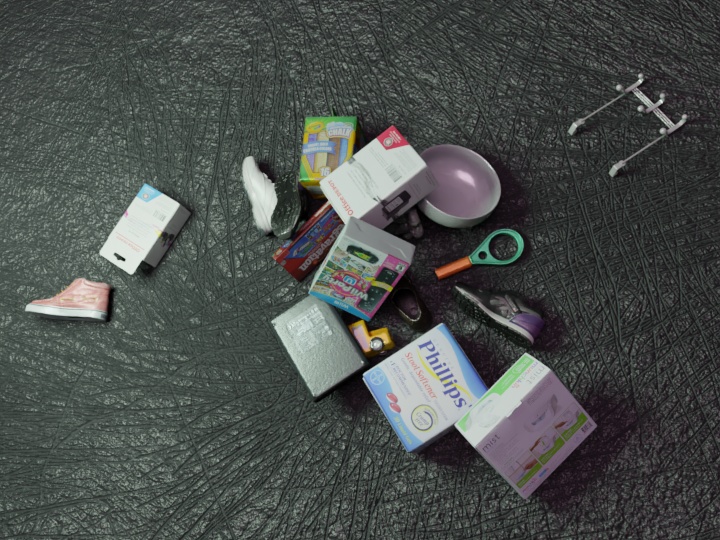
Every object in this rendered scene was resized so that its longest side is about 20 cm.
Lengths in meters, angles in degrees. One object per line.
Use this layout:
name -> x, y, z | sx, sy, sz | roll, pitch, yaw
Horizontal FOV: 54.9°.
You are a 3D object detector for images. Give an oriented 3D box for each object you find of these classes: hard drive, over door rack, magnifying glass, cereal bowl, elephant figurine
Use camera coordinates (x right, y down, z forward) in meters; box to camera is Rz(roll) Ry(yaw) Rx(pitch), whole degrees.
hard drive -> -0.086, 0.155, 1.450 | 0.139, 0.033, 0.200 | -33, 67, 1
over door rack -> 0.577, -0.319, 1.493 | 0.200, 0.067, 0.148 | -36, 70, 0
magnifying glass -> 0.258, -0.029, 1.503 | 0.199, 0.022, 0.080 | -23, 71, 6
cereal bowl -> 0.199, -0.172, 1.507 | 0.199, 0.083, 0.201 | 5, 59, -9
elephant figurine -> 0.026, -0.106, 1.514 | 0.199, 0.155, 0.142 | -20, 105, 7

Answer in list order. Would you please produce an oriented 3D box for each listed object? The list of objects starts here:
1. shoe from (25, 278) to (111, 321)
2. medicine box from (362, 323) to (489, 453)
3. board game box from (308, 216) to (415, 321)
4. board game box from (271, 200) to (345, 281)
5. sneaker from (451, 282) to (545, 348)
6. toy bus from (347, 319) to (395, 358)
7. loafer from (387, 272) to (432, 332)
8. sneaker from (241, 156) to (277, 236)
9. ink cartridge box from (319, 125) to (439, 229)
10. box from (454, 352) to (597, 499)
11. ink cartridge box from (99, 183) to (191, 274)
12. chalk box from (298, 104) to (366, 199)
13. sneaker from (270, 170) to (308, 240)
shoe -> -0.693, 0.068, 1.656 | 0.199, 0.072, 0.091 | 3, 74, 7
medicine box -> 0.139, 0.240, 1.410 | 0.200, 0.103, 0.183 | -34, 71, 2
board game box -> 0.000, 0.000, 1.410 | 0.147, 0.200, 0.064 | 25, 47, -8
board game box -> -0.096, -0.072, 1.549 | 0.200, 0.103, 0.019 | -45, 49, -3
sneaker -> 0.288, 0.072, 1.444 | 0.200, 0.076, 0.088 | 34, 70, 14
toy bus -> -0.030, 0.167, 1.487 | 0.199, 0.065, 0.079 | -23, 69, 5
loafer -> 0.085, 0.040, 1.494 | 0.073, 0.071, 0.200 | -39, 71, -1
sneaker -> -0.225, -0.180, 1.633 | 0.087, 0.075, 0.201 | -19, 78, -6
ink cartridge box -> 0.036, -0.178, 1.432 | 0.200, 0.083, 0.145 | -37, 54, 6
box -> 0.313, 0.294, 1.313 | 0.200, 0.097, 0.177 | -45, 112, -2
ink cartridge box -> -0.515, -0.090, 1.661 | 0.115, 0.068, 0.200 | 30, 82, 18
chalk box -> -0.058, -0.275, 1.586 | 0.123, 0.124, 0.201 | 3, 76, 13
sneaker -> -0.144, -0.132, 1.554 | 0.075, 0.088, 0.201 | -21, 43, 21
